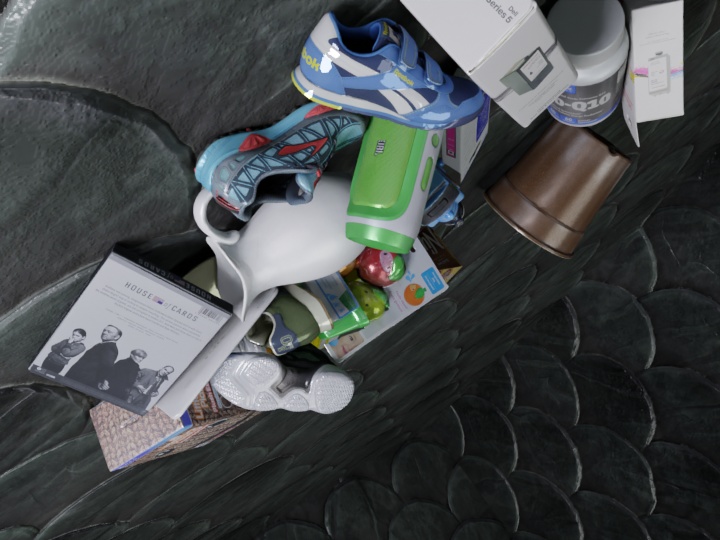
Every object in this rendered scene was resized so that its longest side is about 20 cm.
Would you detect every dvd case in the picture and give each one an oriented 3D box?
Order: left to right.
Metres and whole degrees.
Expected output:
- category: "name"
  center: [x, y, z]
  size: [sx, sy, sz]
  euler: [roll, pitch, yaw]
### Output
- category: "dvd case"
  center: [-0.263, 0.077, 0.787]
  size: [0.150, 0.025, 0.200]
  euler: [31, 116, -26]

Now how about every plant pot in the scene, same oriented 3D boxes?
- category: "plant pot"
  center: [0.360, -0.159, 1.228]
  size: [0.200, 0.200, 0.198]
  euler: [-3, 134, -57]

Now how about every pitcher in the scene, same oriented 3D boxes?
- category: "pitcher"
  center: [-0.087, -0.056, 0.807]
  size: [0.200, 0.121, 0.172]
  euler: [-31, 132, -20]

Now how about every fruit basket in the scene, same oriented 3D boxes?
- category: "fruit basket"
  center: [0.000, 0.000, 0.963]
  size: [0.200, 0.185, 0.094]
  euler: [-32, -179, -9]

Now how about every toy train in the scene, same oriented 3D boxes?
- category: "toy train"
  center: [0.087, -0.114, 0.954]
  size: [0.087, 0.114, 0.200]
  euler: [-42, 159, 12]

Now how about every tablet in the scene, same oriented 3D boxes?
- category: "tablet"
  center: [-0.191, 0.094, 0.879]
  size: [0.200, 0.014, 0.130]
  euler: [-53, -155, -18]

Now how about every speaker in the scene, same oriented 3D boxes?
- category: "speaker"
  center: [0.043, -0.124, 0.769]
  size: [0.088, 0.088, 0.200]
  euler: [23, 80, -67]

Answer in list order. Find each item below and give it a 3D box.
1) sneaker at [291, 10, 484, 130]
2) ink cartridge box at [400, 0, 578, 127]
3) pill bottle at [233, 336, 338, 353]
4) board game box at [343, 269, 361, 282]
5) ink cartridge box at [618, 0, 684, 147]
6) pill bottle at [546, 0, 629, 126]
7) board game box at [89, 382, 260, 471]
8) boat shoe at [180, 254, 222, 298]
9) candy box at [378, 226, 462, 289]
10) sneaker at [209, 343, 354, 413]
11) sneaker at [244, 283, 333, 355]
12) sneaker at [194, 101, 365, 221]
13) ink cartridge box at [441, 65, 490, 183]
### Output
- category: "sneaker"
  center: [0.038, -0.194, 0.671]
  size: [0.200, 0.074, 0.082]
  euler: [6, 129, -19]
- category: "ink cartridge box"
  center: [0.126, -0.244, 0.693]
  size: [0.084, 0.146, 0.200]
  euler: [-43, 159, 19]
- category: "pill bottle"
  center: [-0.134, 0.094, 1.042]
  size: [0.200, 0.109, 0.109]
  euler: [-22, 155, -37]
- category: "board game box"
  center: [-0.058, 0.060, 1.184]
  size: [0.102, 0.048, 0.200]
  euler: [-22, 154, -36]
- category: "ink cartridge box"
  center: [0.407, -0.289, 0.966]
  size: [0.067, 0.117, 0.200]
  euler: [-7, 125, 14]
- category: "pill bottle"
  center: [0.307, -0.288, 0.947]
  size: [0.114, 0.114, 0.200]
  euler: [-40, 159, 5]
- category: "board game box"
  center: [-0.268, 0.209, 1.042]
  size: [0.159, 0.097, 0.200]
  euler: [-33, 163, 24]
- category: "boat shoe"
  center: [-0.226, 0.053, 0.877]
  size: [0.074, 0.063, 0.201]
  euler: [32, 103, -27]
- category: "candy box"
  center: [0.070, -0.025, 1.116]
  size: [0.200, 0.117, 0.056]
  euler: [-9, 146, -52]
- category: "sneaker"
  center: [-0.114, 0.136, 0.932]
  size: [0.200, 0.114, 0.076]
  euler: [14, 102, -24]
- category: "sneaker"
  center: [-0.121, 0.056, 0.908]
  size: [0.090, 0.200, 0.067]
  euler: [-33, 118, -21]
- category: "sneaker"
  center: [-0.068, -0.109, 0.731]
  size: [0.200, 0.096, 0.079]
  euler: [-28, 158, -24]
- category: "ink cartridge box"
  center: [0.142, -0.204, 0.917]
  size: [0.095, 0.037, 0.200]
  euler: [-61, 162, -14]
